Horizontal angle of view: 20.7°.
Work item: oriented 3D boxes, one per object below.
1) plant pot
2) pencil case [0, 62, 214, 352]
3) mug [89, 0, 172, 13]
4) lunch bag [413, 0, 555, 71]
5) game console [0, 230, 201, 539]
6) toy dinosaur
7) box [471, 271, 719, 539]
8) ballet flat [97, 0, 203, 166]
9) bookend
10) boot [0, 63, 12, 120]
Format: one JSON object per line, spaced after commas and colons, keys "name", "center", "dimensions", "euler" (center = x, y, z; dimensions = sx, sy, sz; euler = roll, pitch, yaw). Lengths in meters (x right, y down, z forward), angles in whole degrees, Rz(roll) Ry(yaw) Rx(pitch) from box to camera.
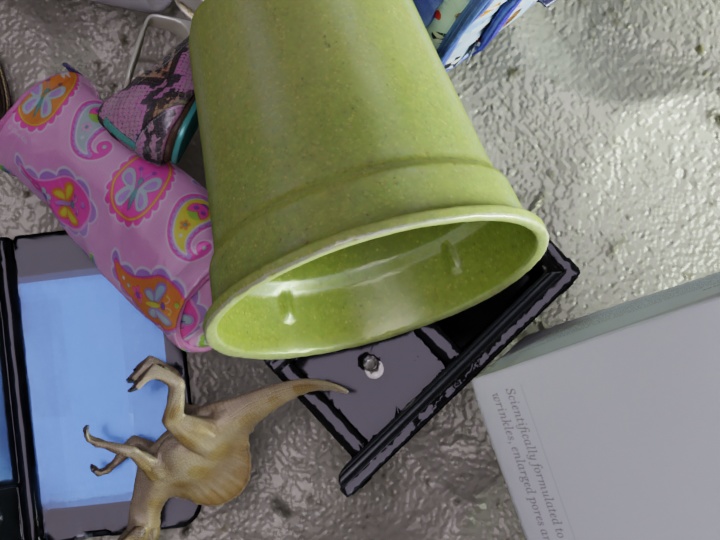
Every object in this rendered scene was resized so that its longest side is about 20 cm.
{"name": "plant pot", "center": [-0.015, -0.071, 1.124], "dimensions": [0.199, 0.200, 0.186], "euler": [-18, 73, 1]}
{"name": "pencil case", "center": [-0.143, -0.040, 1.229], "dimensions": [0.088, 0.087, 0.200], "euler": [-47, 64, -1]}
{"name": "mug", "center": [-0.193, -0.251, 1.265], "dimensions": [0.152, 0.187, 0.151], "euler": [4, 119, 11]}
{"name": "lunch bag", "center": [0.090, -0.196, 1.202], "dimensions": [0.160, 0.200, 0.076], "euler": [-42, 87, -14]}
{"name": "game console", "center": [-0.204, 0.073, 1.242], "dimensions": [0.116, 0.175, 0.202], "euler": [-10, 85, 30]}
{"name": "toy dinosaur", "center": [-0.102, 0.098, 1.223], "dimensions": [0.200, 0.058, 0.101], "euler": [-42, 101, 18]}
{"name": "box", "center": [0.200, 0.114, 1.175], "dimensions": [0.199, 0.131, 0.200], "euler": [-19, 91, 20]}
{"name": "ballet flat", "center": [-0.098, -0.146, 1.231], "dimensions": [0.071, 0.069, 0.200], "euler": [31, 53, 5]}
{"name": "bookend", "center": [0.000, 0.000, 1.245], "dimensions": [0.199, 0.092, 0.200], "euler": [-43, 85, 0]}
{"name": "boot", "center": [-0.298, -0.169, 1.266], "dimensions": [0.074, 0.097, 0.201], "euler": [-36, 85, 0]}
